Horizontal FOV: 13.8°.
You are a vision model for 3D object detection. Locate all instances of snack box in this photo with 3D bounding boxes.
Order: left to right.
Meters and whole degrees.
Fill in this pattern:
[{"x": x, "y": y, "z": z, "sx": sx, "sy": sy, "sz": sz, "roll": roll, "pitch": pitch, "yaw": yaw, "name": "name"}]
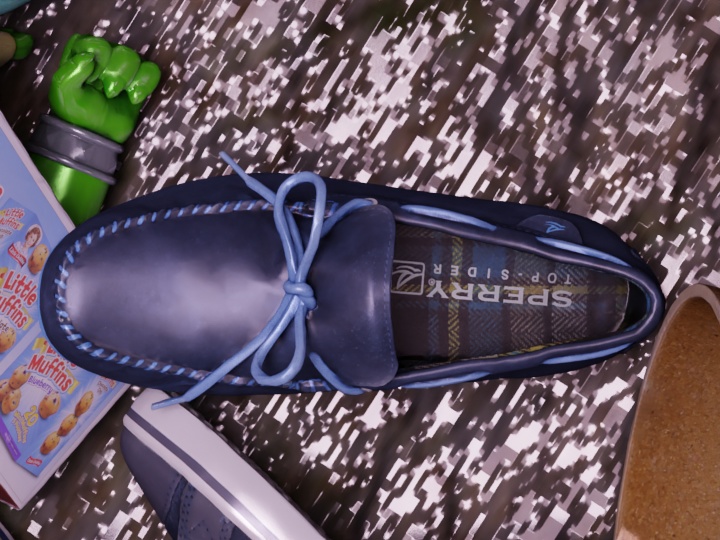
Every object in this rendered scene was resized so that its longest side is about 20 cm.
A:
[{"x": -0.132, "y": -0.016, "z": 0.915, "sx": 0.024, "sy": 0.200, "sz": 0.072, "roll": 19, "pitch": 59, "yaw": 41, "name": "snack box"}]

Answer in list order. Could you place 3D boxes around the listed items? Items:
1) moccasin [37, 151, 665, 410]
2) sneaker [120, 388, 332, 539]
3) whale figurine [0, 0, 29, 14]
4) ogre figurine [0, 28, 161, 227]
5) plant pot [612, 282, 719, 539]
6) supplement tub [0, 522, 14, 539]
[{"x": 0.000, "y": 0.000, "z": 0.935, "sx": 0.199, "sy": 0.068, "sz": 0.081, "roll": -5, "pitch": 94, "yaw": -14, "name": "moccasin"}, {"x": -0.019, "y": 0.128, "z": 0.957, "sx": 0.079, "sy": 0.078, "sz": 0.200, "roll": -45, "pitch": 86, "yaw": -2, "name": "sneaker"}, {"x": -0.165, "y": -0.124, "z": 0.964, "sx": 0.199, "sy": 0.159, "sz": 0.104, "roll": -13, "pitch": 118, "yaw": 27, "name": "whale figurine"}, {"x": -0.171, "y": -0.023, "z": 0.966, "sx": 0.199, "sy": 0.098, "sz": 0.121, "roll": 1, "pitch": 95, "yaw": -37, "name": "ogre figurine"}, {"x": 0.187, "y": 0.106, "z": 0.899, "sx": 0.199, "sy": 0.186, "sz": 0.188, "roll": 5, "pitch": 89, "yaw": -6, "name": "plant pot"}, {"x": -0.182, "y": 0.129, "z": 0.915, "sx": 0.144, "sy": 0.200, "sz": 0.145, "roll": 0, "pitch": 88, "yaw": 7, "name": "supplement tub"}]
